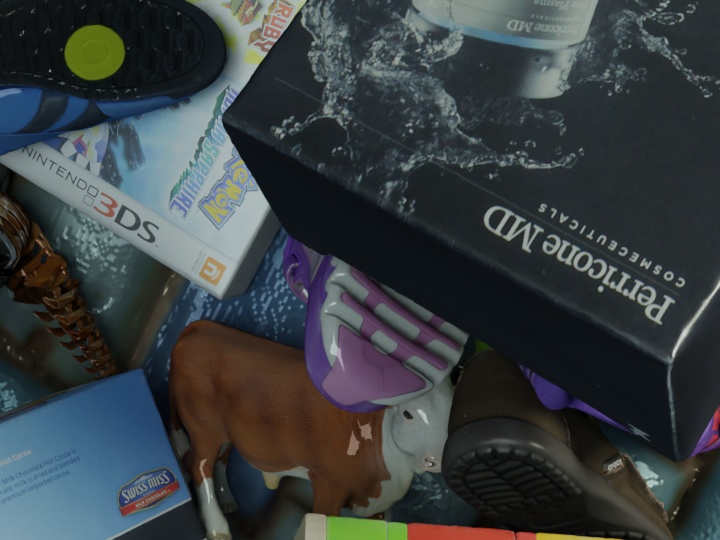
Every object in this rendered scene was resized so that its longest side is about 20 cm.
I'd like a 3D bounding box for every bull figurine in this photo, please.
[{"bbox_3d":[-0.023,0.088,0.839,0.199,0.065,0.122,17,105,40],"label":"bull figurine"}]

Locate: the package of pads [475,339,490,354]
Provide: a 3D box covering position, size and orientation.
[{"bbox_3d":[0.133,-0.024,0.785,0.154,0.068,0.201,6,121,14],"label":"package of pads"}]

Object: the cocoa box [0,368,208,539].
[{"bbox_3d":[-0.194,0.148,0.827,0.133,0.200,0.132,-20,91,46],"label":"cocoa box"}]

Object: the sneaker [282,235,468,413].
[{"bbox_3d":[0.000,0.000,0.803,0.088,0.201,0.080,-31,118,30],"label":"sneaker"}]

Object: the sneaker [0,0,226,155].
[{"bbox_3d":[-0.166,-0.096,0.846,0.199,0.078,0.066,-9,71,-1],"label":"sneaker"}]

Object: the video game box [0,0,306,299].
[{"bbox_3d":[-0.097,-0.115,0.873,0.182,0.047,0.201,30,102,8],"label":"video game box"}]

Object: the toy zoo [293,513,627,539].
[{"bbox_3d":[0.059,0.159,0.805,0.199,0.131,0.021,6,59,-9],"label":"toy zoo"}]

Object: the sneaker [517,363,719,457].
[{"bbox_3d":[0.154,0.055,0.721,0.199,0.084,0.081,10,124,-16],"label":"sneaker"}]

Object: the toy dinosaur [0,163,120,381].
[{"bbox_3d":[-0.217,-0.009,0.886,0.199,0.136,0.102,26,146,12],"label":"toy dinosaur"}]

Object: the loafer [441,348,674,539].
[{"bbox_3d":[0.101,0.096,0.791,0.073,0.200,0.071,-12,56,21],"label":"loafer"}]

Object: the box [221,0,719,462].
[{"bbox_3d":[0.089,-0.069,0.647,0.196,0.117,0.200,29,77,22],"label":"box"}]
